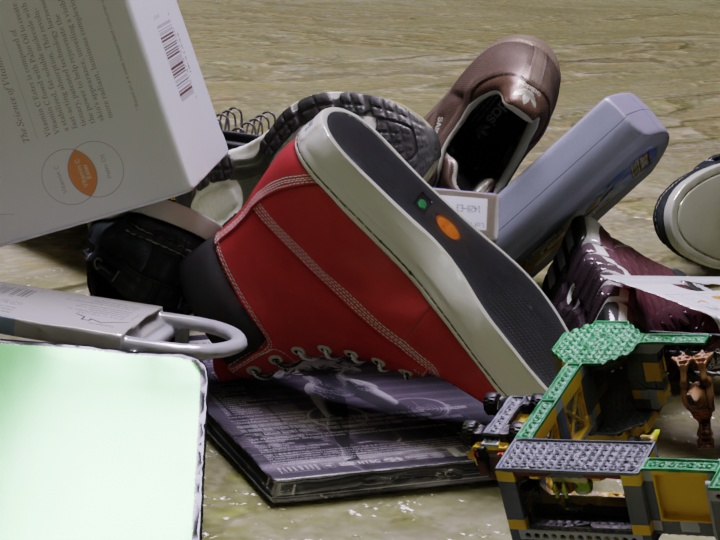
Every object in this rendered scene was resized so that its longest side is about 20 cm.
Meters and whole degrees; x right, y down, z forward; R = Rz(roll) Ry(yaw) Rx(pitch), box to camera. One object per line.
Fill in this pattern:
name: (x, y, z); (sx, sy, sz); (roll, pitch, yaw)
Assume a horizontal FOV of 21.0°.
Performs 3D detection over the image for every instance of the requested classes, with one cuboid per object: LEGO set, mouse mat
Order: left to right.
mouse mat: (-0.164, 0.081, 0.804); (0.199, 0.008, 0.161); (5, 39, -5)
LEGO set: (0.147, 0.099, 0.749); (0.200, 0.116, 0.154); (-4, 26, 22)

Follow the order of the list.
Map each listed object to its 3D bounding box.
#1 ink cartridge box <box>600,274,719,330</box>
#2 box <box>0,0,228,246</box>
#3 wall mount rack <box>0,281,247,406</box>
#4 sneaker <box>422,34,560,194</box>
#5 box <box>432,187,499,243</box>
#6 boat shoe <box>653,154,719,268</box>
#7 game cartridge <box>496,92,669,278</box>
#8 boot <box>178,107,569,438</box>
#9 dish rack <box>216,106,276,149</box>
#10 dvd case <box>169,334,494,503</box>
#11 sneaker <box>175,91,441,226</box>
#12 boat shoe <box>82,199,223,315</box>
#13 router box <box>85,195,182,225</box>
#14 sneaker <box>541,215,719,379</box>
ink cartridge box: (0.237, 0.053, 0.998); (0.200, 0.050, 0.162); (20, 11, 34)
box: (-0.186, -0.081, 0.984); (0.200, 0.125, 0.097); (-15, 12, 10)
wall mount rack: (-0.160, 0.055, 0.901); (0.200, 0.075, 0.174); (8, 12, 10)
sneaker: (0.045, -0.050, 1.138); (0.070, 0.200, 0.076); (29, 30, -6)
box: (0.000, 0.000, 1.084); (0.121, 0.032, 0.200); (4, -18, -6)
boat shoe: (0.254, -0.045, 1.363); (0.066, 0.075, 0.199); (1, 15, 43)
game cartridge: (0.128, -0.048, 1.171); (0.042, 0.133, 0.200); (53, 6, 8)
boot: (0.008, 0.037, 0.959); (0.200, 0.144, 0.072); (45, 25, 2)
dish rack: (-0.057, -0.089, 1.464); (0.153, 0.055, 0.200); (10, 16, 13)
dvd case: (-0.013, 0.068, 0.993); (0.148, 0.016, 0.200); (-3, 19, -24)
sneaker: (-0.019, -0.054, 1.123); (0.200, 0.077, 0.088); (-14, -9, 44)
boat shoe: (-0.122, 0.006, 1.079); (0.074, 0.066, 0.199); (23, -11, -15)
router box: (-0.146, -0.056, 1.274); (0.149, 0.051, 0.200); (8, 10, -44)
sneaker: (0.166, 0.040, 1.059); (0.115, 0.076, 0.200); (22, 27, -8)
